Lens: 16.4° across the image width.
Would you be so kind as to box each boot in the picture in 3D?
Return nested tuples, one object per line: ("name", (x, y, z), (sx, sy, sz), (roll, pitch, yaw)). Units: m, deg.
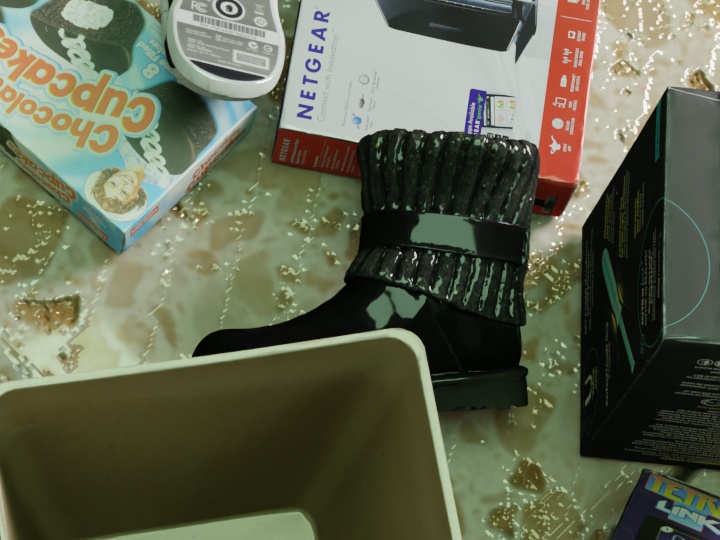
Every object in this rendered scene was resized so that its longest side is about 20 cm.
("boot", (0.000, 0.000, 1.394), (0.211, 0.079, 0.158), (-2, 94, -19))

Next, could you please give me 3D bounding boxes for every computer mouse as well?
("computer mouse", (-0.085, -0.162, 1.469), (0.109, 0.044, 0.200), (14, 45, -14))

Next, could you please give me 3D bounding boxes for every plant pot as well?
("plant pot", (-0.063, 0.159, 1.159), (0.200, 0.177, 0.200), (-8, 72, -10))

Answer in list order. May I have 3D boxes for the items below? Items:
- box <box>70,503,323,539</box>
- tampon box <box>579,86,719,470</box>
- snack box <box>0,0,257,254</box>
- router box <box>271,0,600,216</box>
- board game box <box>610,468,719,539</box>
("box", (-0.098, 0.180, 1.309), (0.198, 0.123, 0.200), (4, 67, -5))
("tampon box", (0.203, 0.010, 1.380), (0.126, 0.200, 0.150), (6, 68, -6))
("snack box", (-0.173, -0.116, 1.464), (0.200, 0.037, 0.116), (41, 67, 9))
("router box", (0.050, -0.145, 1.503), (0.179, 0.049, 0.200), (10, 67, -4))
("board game box", (0.217, 0.199, 1.325), (0.200, 0.057, 0.165), (22, 29, 10))
